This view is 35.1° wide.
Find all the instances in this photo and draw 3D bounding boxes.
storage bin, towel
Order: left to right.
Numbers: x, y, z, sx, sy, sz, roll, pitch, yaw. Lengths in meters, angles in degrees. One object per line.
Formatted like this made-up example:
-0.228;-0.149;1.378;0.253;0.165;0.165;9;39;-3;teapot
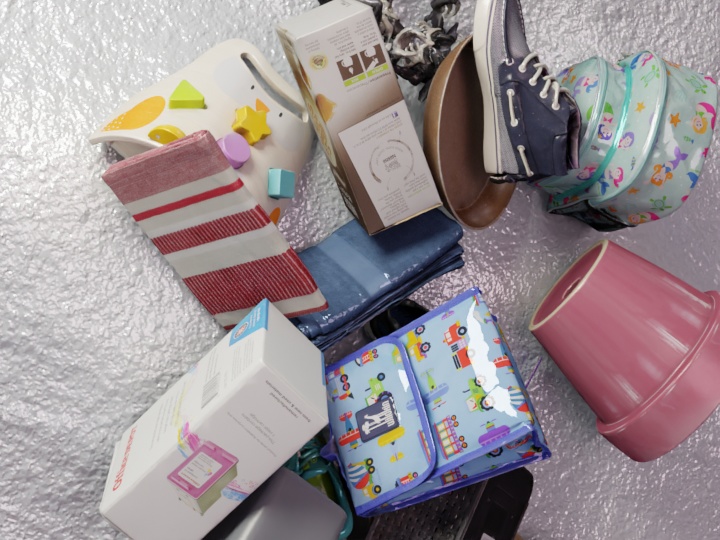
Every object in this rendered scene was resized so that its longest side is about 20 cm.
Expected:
-0.130;-0.032;1.034;0.201;0.143;0.023;55;45;-25;towel
-0.097;0.260;1.034;0.145;0.200;0.135;40;65;-18;storage bin
0.000;0.000;1.127;0.199;0.112;0.049;-33;139;-18;towel
0.081;0.267;1.123;0.201;0.093;0.135;-64;148;-11;storage bin

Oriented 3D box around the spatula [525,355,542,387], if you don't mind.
0.164;0.188;1.217;0.020;0.057;0.202;12;85;9;spatula

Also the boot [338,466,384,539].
0.019;0.195;1.148;0.075;0.073;0.202;1;86;-30;boot

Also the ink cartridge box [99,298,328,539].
-0.127;0.141;1.004;0.200;0.145;0.085;-42;107;11;ink cartridge box

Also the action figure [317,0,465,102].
0.052;-0.253;1.155;0.199;0.102;0.119;33;65;-17;action figure

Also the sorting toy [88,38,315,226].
-0.121;-0.130;1.094;0.200;0.107;0.181;43;54;-17;sorting toy

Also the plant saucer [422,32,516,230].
0.114;-0.142;1.153;0.200;0.034;0.202;-15;108;-57;plant saucer

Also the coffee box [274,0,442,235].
-0.003;-0.149;1.089;0.079;0.114;0.201;-24;111;-5;coffee box

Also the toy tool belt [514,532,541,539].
0.159;0.374;1.190;0.122;0.125;0.201;20;74;18;toy tool belt

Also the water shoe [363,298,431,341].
0.091;0.094;1.172;0.199;0.079;0.072;32;77;-19;water shoe

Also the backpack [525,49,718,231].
0.276;-0.139;1.192;0.150;0.200;0.179;20;82;-21;backpack

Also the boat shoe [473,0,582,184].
0.169;-0.183;1.112;0.075;0.092;0.202;-32;121;-50;boat shoe

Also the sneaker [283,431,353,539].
-0.057;0.172;1.107;0.077;0.080;0.201;-29;99;-20;sneaker

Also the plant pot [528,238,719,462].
0.287;0.071;1.208;0.179;0.200;0.200;40;74;-1;plant pot

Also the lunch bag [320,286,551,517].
0.055;0.133;1.065;0.199;0.094;0.151;-25;61;9;lunch bag
